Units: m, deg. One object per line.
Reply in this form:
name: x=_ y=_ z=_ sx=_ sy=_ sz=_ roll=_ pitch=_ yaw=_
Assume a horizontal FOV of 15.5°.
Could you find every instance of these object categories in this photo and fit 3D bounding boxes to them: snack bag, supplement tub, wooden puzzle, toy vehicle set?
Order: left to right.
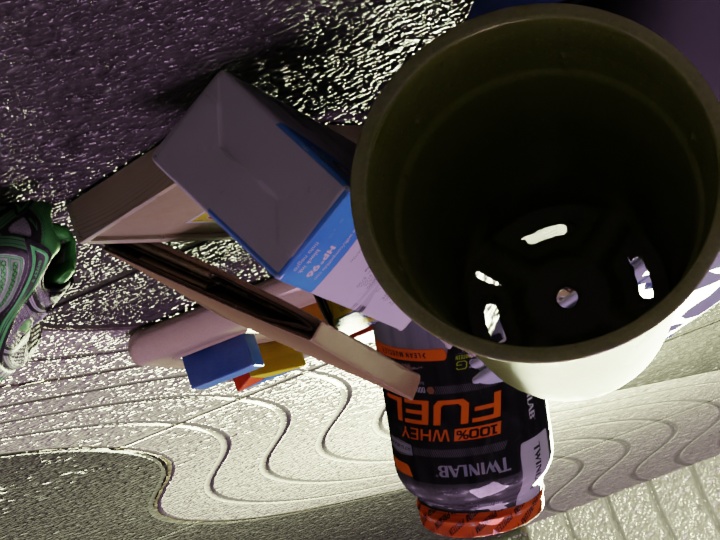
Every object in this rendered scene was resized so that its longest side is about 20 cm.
toy vehicle set: x=-0.068 y=-0.054 z=1.638 sx=0.124 sy=0.027 sz=0.200 roll=-28 pitch=163 yaw=39
wooden puzzle: x=-0.059 y=0.051 z=2.032 sx=0.185 sy=0.046 sz=0.200 roll=-21 pitch=166 yaw=15
supplement tub: x=0.077 y=0.088 z=1.970 sx=0.122 sy=0.201 sz=0.123 roll=-9 pitch=-163 yaw=3
snack bag: x=0.198 y=0.021 z=1.858 sx=0.200 sy=0.021 sz=0.188 roll=-7 pitch=156 yaw=-46

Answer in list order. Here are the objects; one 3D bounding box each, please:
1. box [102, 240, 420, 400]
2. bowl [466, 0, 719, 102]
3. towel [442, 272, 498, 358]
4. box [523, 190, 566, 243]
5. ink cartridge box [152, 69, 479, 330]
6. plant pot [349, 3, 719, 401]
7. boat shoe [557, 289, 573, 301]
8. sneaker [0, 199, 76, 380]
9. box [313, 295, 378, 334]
box: x=-0.061 y=0.029 z=1.731 sx=0.163 sy=0.021 sz=0.200 roll=23 pitch=175 yaw=23
bowl: x=0.159 y=-0.119 z=1.470 sx=0.200 sy=0.040 sz=0.201 roll=0 pitch=149 yaw=0
towel: x=0.086 y=-0.018 z=1.795 sx=0.034 sy=0.133 sz=0.200 roll=22 pitch=168 yaw=11
box: x=0.129 y=-0.073 z=1.657 sx=0.075 sy=0.101 sz=0.200 roll=-25 pitch=164 yaw=30
ink cartridge box: x=-0.017 y=-0.033 z=1.518 sx=0.068 sy=0.116 sz=0.200 roll=-51 pitch=152 yaw=8
plant pot: x=0.105 y=-0.014 z=1.446 sx=0.199 sy=0.201 sz=0.190 roll=-18 pitch=158 yaw=1
boat shoe: x=0.156 y=0.006 z=1.998 sx=0.075 sy=0.074 sz=0.200 roll=-9 pitch=175 yaw=-22
sneaker: x=-0.210 y=0.014 z=1.618 sx=0.085 sy=0.078 sz=0.200 roll=-16 pitch=166 yaw=-8
box: x=0.000 y=0.000 z=1.790 sx=0.070 sy=0.064 sz=0.200 roll=-24 pitch=175 yaw=-2
